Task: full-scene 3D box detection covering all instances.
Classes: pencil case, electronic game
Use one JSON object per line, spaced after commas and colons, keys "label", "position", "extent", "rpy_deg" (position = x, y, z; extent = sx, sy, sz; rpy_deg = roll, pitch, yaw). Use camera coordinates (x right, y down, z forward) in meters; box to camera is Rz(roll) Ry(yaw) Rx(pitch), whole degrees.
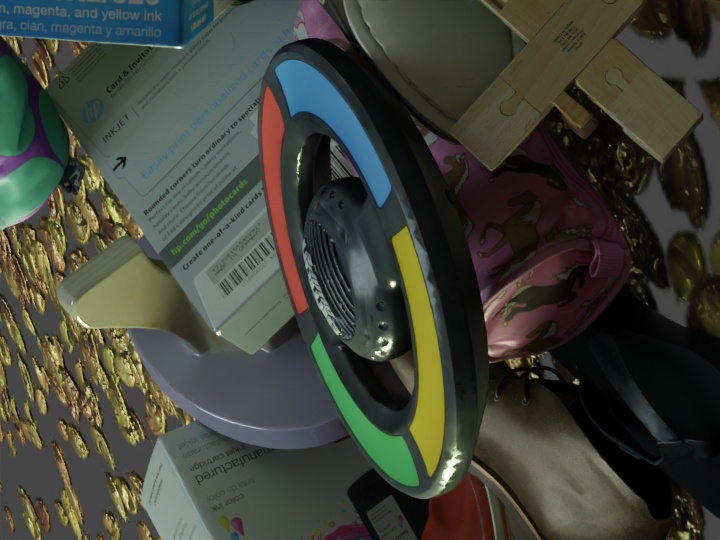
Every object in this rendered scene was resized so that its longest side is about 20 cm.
{"label": "pencil case", "position": [0.042, -0.054, 0.802], "extent": [0.087, 0.082, 0.201], "rpy_deg": [101, 148, -52]}
{"label": "electronic game", "position": [0.000, 0.000, 0.777], "extent": [0.200, 0.041, 0.201], "rpy_deg": [162, 90, -73]}
{"label": "pencil case", "position": [-0.219, -0.097, 0.902], "extent": [0.200, 0.084, 0.093], "rpy_deg": [55, -151, -52]}

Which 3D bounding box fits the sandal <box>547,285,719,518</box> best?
{"label": "sandal", "position": [0.114, 0.048, 0.802], "extent": [0.200, 0.043, 0.077], "rpy_deg": [43, 145, 45]}

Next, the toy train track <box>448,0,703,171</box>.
{"label": "toy train track", "position": [0.053, -0.115, 0.720], "extent": [0.200, 0.115, 0.033], "rpy_deg": [44, -177, 13]}

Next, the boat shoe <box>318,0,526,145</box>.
{"label": "boat shoe", "position": [0.006, -0.135, 0.770], "extent": [0.201, 0.072, 0.060], "rpy_deg": [60, 164, 12]}

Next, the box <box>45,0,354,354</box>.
{"label": "box", "position": [-0.059, -0.080, 0.940], "extent": [0.200, 0.156, 0.041], "rpy_deg": [50, -172, 33]}

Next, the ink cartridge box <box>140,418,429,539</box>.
{"label": "ink cartridge box", "position": [-0.015, 0.170, 1.049], "extent": [0.201, 0.145, 0.083], "rpy_deg": [58, 152, 23]}

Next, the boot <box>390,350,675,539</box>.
{"label": "boot", "position": [0.078, 0.066, 0.883], "extent": [0.200, 0.073, 0.076], "rpy_deg": [48, 134, 26]}

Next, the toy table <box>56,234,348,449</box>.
{"label": "toy table", "position": [-0.073, -0.002, 1.026], "extent": [0.199, 0.184, 0.117], "rpy_deg": [26, 151, 34]}

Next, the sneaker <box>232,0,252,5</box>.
{"label": "sneaker", "position": [-0.075, -0.230, 0.914], "extent": [0.085, 0.077, 0.202], "rpy_deg": [16, -106, -81]}

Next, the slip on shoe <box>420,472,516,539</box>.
{"label": "slip on shoe", "position": [0.045, 0.175, 0.962], "extent": [0.074, 0.061, 0.202], "rpy_deg": [132, 144, -68]}

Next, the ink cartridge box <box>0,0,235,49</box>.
{"label": "ink cartridge box", "position": [-0.127, -0.207, 0.765], "extent": [0.147, 0.143, 0.202], "rpy_deg": [-71, -15, -73]}
